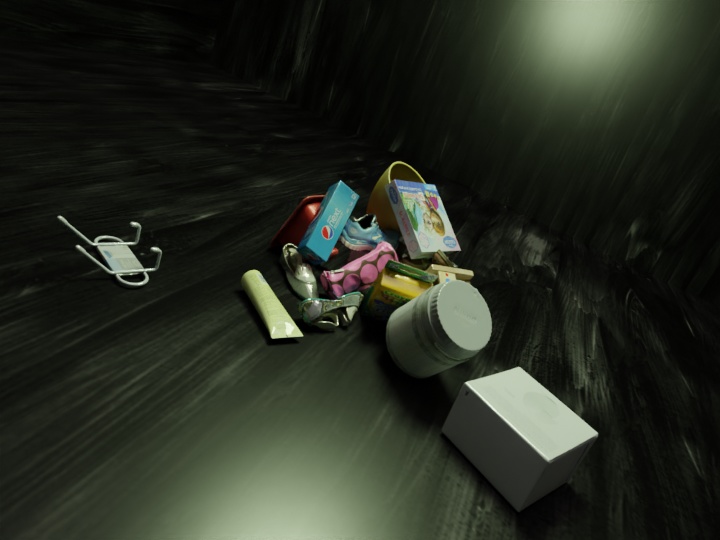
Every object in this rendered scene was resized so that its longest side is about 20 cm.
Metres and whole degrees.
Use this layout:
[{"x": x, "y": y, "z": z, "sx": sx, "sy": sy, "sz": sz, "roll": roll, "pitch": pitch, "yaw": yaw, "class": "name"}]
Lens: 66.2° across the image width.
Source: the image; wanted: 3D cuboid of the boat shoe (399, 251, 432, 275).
[{"x": 0.172, "y": -0.031, "z": 1.484, "sx": 0.073, "sy": 0.064, "sz": 0.197, "roll": 36, "pitch": 27, "yaw": 28, "class": "boat shoe"}]

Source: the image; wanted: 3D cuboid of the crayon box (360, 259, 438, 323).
[{"x": 0.086, "y": 0.061, "z": 1.284, "sx": 0.122, "sy": 0.201, "sz": 0.053, "roll": 18, "pitch": 58, "yaw": -8, "class": "crayon box"}]

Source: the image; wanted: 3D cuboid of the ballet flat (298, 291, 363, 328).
[{"x": -0.057, "y": 0.096, "z": 1.255, "sx": 0.197, "sy": 0.074, "sz": 0.072, "roll": -5, "pitch": 34, "yaw": -48, "class": "ballet flat"}]

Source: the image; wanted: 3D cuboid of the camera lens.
[{"x": 0.157, "y": 0.126, "z": 1.154, "sx": 0.156, "sy": 0.199, "sz": 0.165, "roll": 14, "pitch": 60, "yaw": -26, "class": "camera lens"}]

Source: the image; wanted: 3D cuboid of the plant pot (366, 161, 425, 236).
[{"x": 0.098, "y": -0.179, "z": 1.550, "sx": 0.197, "sy": 0.140, "sz": 0.205, "roll": 28, "pitch": 48, "yaw": -36, "class": "plant pot"}]

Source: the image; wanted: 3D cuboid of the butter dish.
[{"x": -0.113, "y": -0.095, "z": 1.495, "sx": 0.149, "sy": 0.200, "sz": 0.197, "roll": 54, "pitch": 32, "yaw": 14, "class": "butter dish"}]

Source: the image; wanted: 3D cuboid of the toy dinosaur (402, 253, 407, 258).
[{"x": 0.144, "y": -0.019, "z": 1.690, "sx": 0.194, "sy": 0.080, "sz": 0.102, "roll": 13, "pitch": 4, "yaw": 7, "class": "toy dinosaur"}]

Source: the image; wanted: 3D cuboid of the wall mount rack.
[{"x": -0.510, "y": -0.048, "z": 1.119, "sx": 0.171, "sy": 0.076, "sz": 0.199, "roll": -3, "pitch": 33, "yaw": -46, "class": "wall mount rack"}]

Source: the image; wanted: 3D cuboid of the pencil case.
[{"x": 0.000, "y": 0.000, "z": 1.347, "sx": 0.197, "sy": 0.096, "sz": 0.090, "roll": -30, "pitch": 37, "yaw": -18, "class": "pencil case"}]

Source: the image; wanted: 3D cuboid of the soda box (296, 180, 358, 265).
[{"x": -0.081, "y": -0.119, "z": 1.378, "sx": 0.067, "sy": 0.204, "sz": 0.064, "roll": 35, "pitch": -25, "yaw": -22, "class": "soda box"}]

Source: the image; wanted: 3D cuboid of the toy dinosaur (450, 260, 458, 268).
[{"x": 0.210, "y": 0.012, "z": 1.583, "sx": 0.132, "sy": 0.207, "sz": 0.102, "roll": 5, "pitch": -16, "yaw": -23, "class": "toy dinosaur"}]

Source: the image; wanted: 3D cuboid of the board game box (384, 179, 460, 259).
[{"x": 0.166, "y": -0.133, "z": 1.449, "sx": 0.197, "sy": 0.041, "sz": 0.205, "roll": -5, "pitch": 71, "yaw": -51, "class": "board game box"}]

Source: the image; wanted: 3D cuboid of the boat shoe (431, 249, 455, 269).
[{"x": 0.208, "y": 0.019, "z": 1.431, "sx": 0.073, "sy": 0.067, "sz": 0.201, "roll": 55, "pitch": -3, "yaw": 31, "class": "boat shoe"}]

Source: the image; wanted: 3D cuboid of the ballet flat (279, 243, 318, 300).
[{"x": -0.153, "y": -0.002, "z": 1.362, "sx": 0.066, "sy": 0.065, "sz": 0.201, "roll": 1, "pitch": 31, "yaw": -30, "class": "ballet flat"}]

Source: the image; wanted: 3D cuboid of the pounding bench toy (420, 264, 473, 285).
[{"x": 0.192, "y": 0.112, "z": 1.373, "sx": 0.121, "sy": 0.201, "sz": 0.160, "roll": 8, "pitch": 57, "yaw": -23, "class": "pounding bench toy"}]

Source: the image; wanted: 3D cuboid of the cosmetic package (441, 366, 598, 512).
[{"x": 0.295, "y": 0.303, "z": 1.030, "sx": 0.196, "sy": 0.126, "sz": 0.199, "roll": 1, "pitch": 31, "yaw": -44, "class": "cosmetic package"}]

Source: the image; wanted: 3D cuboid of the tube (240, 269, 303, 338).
[{"x": -0.198, "y": 0.078, "z": 1.178, "sx": 0.057, "sy": 0.053, "sz": 0.200, "roll": -33, "pitch": 50, "yaw": -11, "class": "tube"}]

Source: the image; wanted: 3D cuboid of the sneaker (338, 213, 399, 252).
[{"x": 0.036, "y": -0.098, "z": 1.425, "sx": 0.196, "sy": 0.092, "sz": 0.078, "roll": 1, "pitch": 29, "yaw": -44, "class": "sneaker"}]

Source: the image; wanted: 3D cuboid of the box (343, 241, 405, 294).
[{"x": 0.038, "y": -0.023, "z": 1.525, "sx": 0.125, "sy": 0.111, "sz": 0.200, "roll": 24, "pitch": 22, "yaw": 6, "class": "box"}]
